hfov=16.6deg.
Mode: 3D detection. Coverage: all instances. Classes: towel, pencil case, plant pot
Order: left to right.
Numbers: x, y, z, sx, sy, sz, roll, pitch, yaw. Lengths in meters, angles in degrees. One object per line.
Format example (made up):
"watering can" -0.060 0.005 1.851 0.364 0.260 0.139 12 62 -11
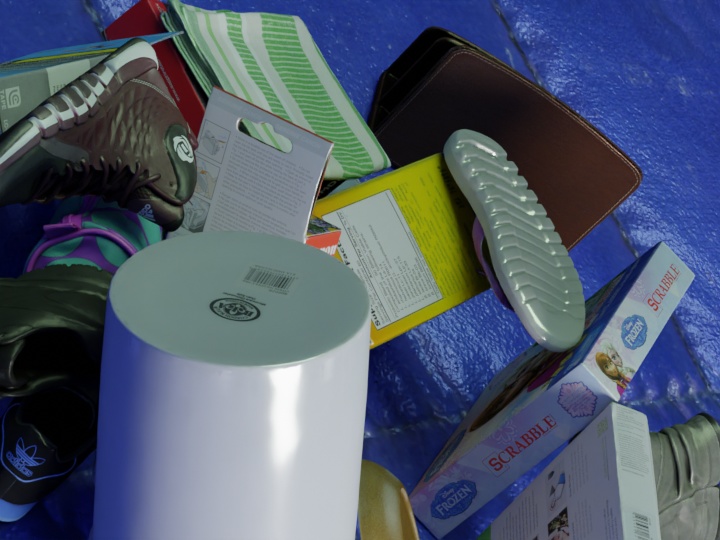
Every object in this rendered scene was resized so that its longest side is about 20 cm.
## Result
"pencil case" -0.176 -0.025 1.666 0.200 0.085 0.093 -88 166 -68
"towel" -0.060 -0.132 1.809 0.153 0.023 0.200 59 22 13
"plant pot" 0.029 0.220 1.614 0.200 0.027 0.201 -10 90 -86

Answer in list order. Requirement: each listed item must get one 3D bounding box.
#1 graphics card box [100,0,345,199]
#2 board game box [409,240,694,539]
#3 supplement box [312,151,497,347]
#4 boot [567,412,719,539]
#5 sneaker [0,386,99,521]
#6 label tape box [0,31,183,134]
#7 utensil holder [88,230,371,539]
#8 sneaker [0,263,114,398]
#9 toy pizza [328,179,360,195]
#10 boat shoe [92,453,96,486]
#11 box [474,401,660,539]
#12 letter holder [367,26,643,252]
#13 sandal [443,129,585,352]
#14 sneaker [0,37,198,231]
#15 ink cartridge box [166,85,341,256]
"graphics card box" -0.094 -0.123 1.825 0.200 0.051 0.126 15 42 -59
"board game box" 0.141 0.087 1.821 0.041 0.199 0.200 46 35 -3
"supplement box" 0.000 0.000 1.789 0.200 0.109 0.109 -23 86 -54
"boot" 0.209 0.205 1.787 0.130 0.201 0.068 0 11 -33
"sneaker" -0.182 0.083 1.601 0.070 0.078 0.200 41 36 -7
"label tape box" -0.229 -0.111 1.681 0.200 0.144 0.064 -21 104 -52
"utensil holder" -0.079 0.100 1.490 0.169 0.201 0.170 4 31 -2
"sneaker" -0.239 0.039 1.524 0.199 0.076 0.091 -2 31 -2
"toy pizza" -0.071 -0.055 1.891 0.200 0.032 0.201 28 38 -25
"boat shoe" -0.106 0.126 1.658 0.200 0.069 0.057 4 34 -45
"box" 0.135 0.204 1.699 0.036 0.200 0.145 23 41 -22
"letter holder" 0.127 -0.122 2.060 0.200 0.142 0.101 34 37 -16
"sandal" 0.108 -0.015 1.794 0.082 0.050 0.203 14 43 -38
"sneaker" -0.164 -0.060 1.556 0.116 0.076 0.200 53 45 -7
"ink cartridge box" -0.075 -0.016 1.678 0.109 0.201 0.050 27 20 27
